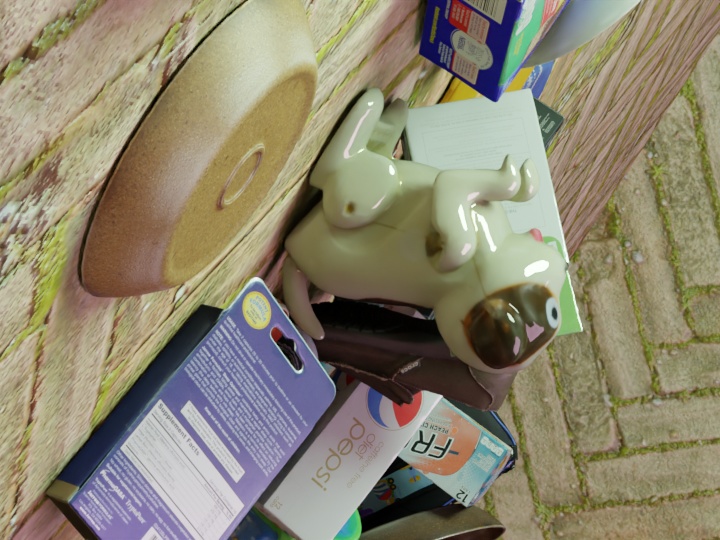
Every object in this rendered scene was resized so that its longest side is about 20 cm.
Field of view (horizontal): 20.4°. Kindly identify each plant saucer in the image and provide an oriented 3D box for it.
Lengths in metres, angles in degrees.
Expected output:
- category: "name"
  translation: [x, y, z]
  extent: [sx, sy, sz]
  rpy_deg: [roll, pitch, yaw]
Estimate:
- category: "plant saucer"
  translation: [-0.077, -0.061, 1.093]
  extent: [0.201, 0.035, 0.200]
  rpy_deg: [-54, 170, -15]
- category: "plant saucer"
  translation: [0.033, 0.251, 1.790]
  extent: [0.199, 0.035, 0.200]
  rpy_deg: [-18, 164, -5]

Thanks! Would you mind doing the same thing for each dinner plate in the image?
- category: "dinner plate"
  translation: [0.170, -0.234, 1.519]
  extent: [0.200, 0.024, 0.201]
  rpy_deg: [-37, -155, 20]

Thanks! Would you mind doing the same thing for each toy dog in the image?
- category: "toy dog"
  translation: [0.054, -0.009, 1.412]
  extent: [0.195, 0.199, 0.140]
  rpy_deg: [-56, 170, -2]

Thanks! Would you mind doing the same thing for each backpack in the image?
- category: "backpack"
  translation: [0.025, 0.154, 1.883]
  extent: [0.199, 0.183, 0.135]
  rpy_deg: [-33, -175, 0]

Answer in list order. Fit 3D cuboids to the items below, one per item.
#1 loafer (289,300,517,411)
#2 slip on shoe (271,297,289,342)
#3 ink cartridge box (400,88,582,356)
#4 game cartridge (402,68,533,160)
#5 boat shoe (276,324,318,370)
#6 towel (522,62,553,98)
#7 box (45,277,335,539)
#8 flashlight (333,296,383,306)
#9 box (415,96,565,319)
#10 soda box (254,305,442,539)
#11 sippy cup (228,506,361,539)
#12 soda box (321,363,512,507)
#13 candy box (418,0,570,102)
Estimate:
- category: "loafer"
  translation: [0.025, 0.072, 1.528]
  extent: [0.073, 0.198, 0.072]
  rpy_deg: [-42, 139, -69]
- category: "slip on shoe"
  translation: [-0.105, 0.097, 1.394]
  extent: [0.200, 0.061, 0.074]
  rpy_deg: [-51, 167, -35]
- category: "ink cartridge box"
  translation: [0.098, -0.030, 1.521]
  extent: [0.103, 0.202, 0.059]
  rpy_deg: [-9, 160, -4]
- category: "game cartridge"
  translation: [0.086, -0.124, 1.710]
  extent: [0.201, 0.032, 0.176]
  rpy_deg: [-59, 170, 2]
- category: "boat shoe"
  translation: [-0.102, 0.131, 1.487]
  extent: [0.201, 0.071, 0.091]
  rpy_deg: [-58, 169, 11]
- category: "towel"
  translation: [0.118, -0.111, 1.915]
  extent: [0.200, 0.024, 0.145]
  rpy_deg: [-48, 166, -40]
- category: "box"
  translation: [-0.106, 0.113, 1.320]
  extent: [0.200, 0.032, 0.121]
  rpy_deg: [-50, 126, -24]
- category: "flashlight"
  translation: [0.000, 0.000, 1.593]
  extent: [0.200, 0.067, 0.069]
  rpy_deg: [99, -7, -76]
- category: "box"
  translation: [0.100, -0.047, 1.803]
  extent: [0.200, 0.043, 0.161]
  rpy_deg: [-51, 172, -45]
- category: "soda box"
  translation: [-0.004, 0.124, 1.605]
  extent: [0.200, 0.068, 0.064]
  rpy_deg: [-52, -159, -10]
- category: "sippy cup"
  translation: [-0.090, 0.226, 1.716]
  extent: [0.130, 0.140, 0.178]
  rpy_deg: [-47, 164, 19]
- category: "soda box"
  translation: [0.036, 0.124, 1.748]
  extent: [0.064, 0.199, 0.068]
  rpy_deg: [-55, 170, 1]
- category: "candy box"
  translation: [0.129, -0.240, 1.388]
  extent: [0.201, 0.077, 0.169]
  rpy_deg: [-55, 172, -16]
